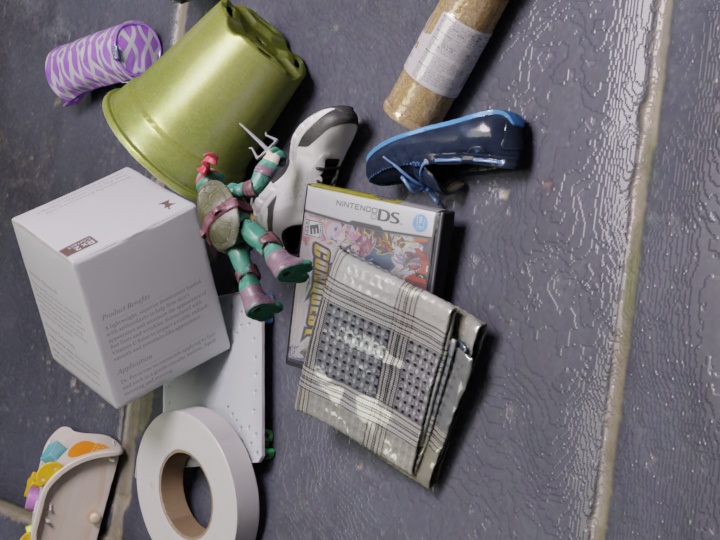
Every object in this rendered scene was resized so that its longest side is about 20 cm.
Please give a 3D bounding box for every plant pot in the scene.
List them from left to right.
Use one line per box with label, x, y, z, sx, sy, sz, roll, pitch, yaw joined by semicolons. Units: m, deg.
plant pot;-0.168;-0.207;1.812;0.184;0.200;0.201;-48;51;19

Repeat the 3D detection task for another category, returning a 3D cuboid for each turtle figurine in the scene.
turtle figurine;-0.128;-0.053;1.692;0.201;0.100;0.150;63;147;28

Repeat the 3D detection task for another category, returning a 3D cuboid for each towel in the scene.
towel;0.024;0.099;1.592;0.199;0.034;0.194;27;109;31

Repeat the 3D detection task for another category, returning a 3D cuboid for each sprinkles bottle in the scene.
sprinkles bottle;0.095;-0.237;1.587;0.068;0.068;0.201;50;120;41

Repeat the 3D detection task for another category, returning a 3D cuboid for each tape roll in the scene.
tape roll;-0.195;0.262;1.836;0.202;0.037;0.205;10;103;47

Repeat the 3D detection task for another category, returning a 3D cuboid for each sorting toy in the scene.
sorting toy;-0.405;0.295;2.075;0.180;0.106;0.202;-142;67;-66

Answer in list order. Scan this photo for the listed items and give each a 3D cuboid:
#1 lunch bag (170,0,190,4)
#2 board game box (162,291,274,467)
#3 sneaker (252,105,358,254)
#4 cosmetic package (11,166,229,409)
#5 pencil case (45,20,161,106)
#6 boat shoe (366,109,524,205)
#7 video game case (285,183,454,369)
lunch bag;-0.202;-0.449;1.925;0.200;0.117;0.165;-48;52;26
board game box;-0.171;0.133;1.866;0.199;0.026;0.202;-11;76;47
sneaker;-0.050;-0.100;1.738;0.080;0.073;0.201;59;134;31
cosmetic package;-0.277;0.017;1.804;0.165;0.164;0.201;27;136;48
pencil case;-0.347;-0.280;2.097;0.199;0.084;0.086;-5;104;50
boat shoe;0.078;-0.109;1.578;0.199;0.084;0.069;-17;75;49
video game case;0.007;0.021;1.635;0.180;0.025;0.202;13;100;35
